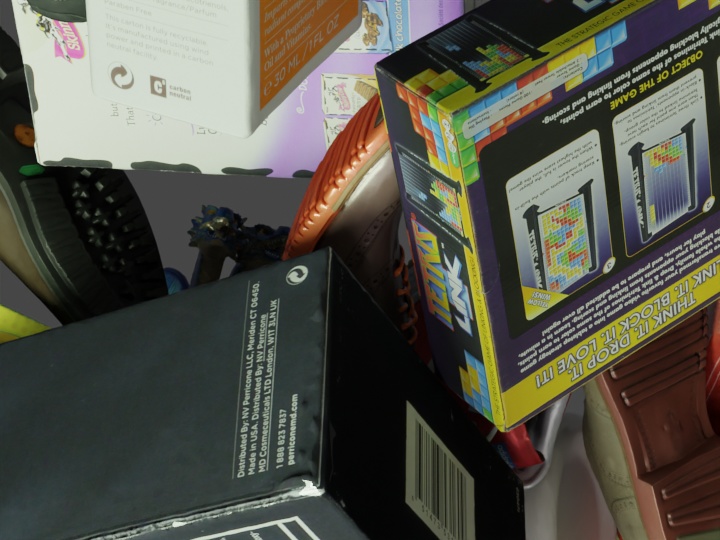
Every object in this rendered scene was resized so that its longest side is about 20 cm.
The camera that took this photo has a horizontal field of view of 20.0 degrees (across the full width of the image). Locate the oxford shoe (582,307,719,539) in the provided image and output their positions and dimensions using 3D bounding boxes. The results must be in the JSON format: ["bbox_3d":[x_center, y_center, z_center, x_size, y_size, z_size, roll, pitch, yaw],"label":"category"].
[{"bbox_3d":[0.125,0.052,0.975,0.075,0.070,0.201,-4,99,62],"label":"oxford shoe"}]

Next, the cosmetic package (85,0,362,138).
[{"bbox_3d":[-0.048,-0.162,0.737,0.071,0.101,0.200,17,129,20],"label":"cosmetic package"}]

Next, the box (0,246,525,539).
[{"bbox_3d":[-0.057,0.111,0.863,0.198,0.123,0.200,-16,139,21],"label":"box"}]

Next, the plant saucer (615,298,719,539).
[{"bbox_3d":[0.216,0.124,0.992,0.200,0.037,0.200,39,136,24],"label":"plant saucer"}]

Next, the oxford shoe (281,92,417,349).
[{"bbox_3d":[0.000,0.000,0.885,0.072,0.071,0.200,25,132,-3],"label":"oxford shoe"}]

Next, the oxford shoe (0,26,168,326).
[{"bbox_3d":[-0.164,-0.033,0.971,0.084,0.073,0.200,-38,87,42],"label":"oxford shoe"}]

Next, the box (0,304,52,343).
[{"bbox_3d":[-0.204,0.028,0.983,0.117,0.200,0.048,26,86,-11],"label":"box"}]

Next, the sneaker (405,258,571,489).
[{"bbox_3d":[0.013,0.086,0.970,0.200,0.113,0.071,-44,146,4],"label":"sneaker"}]

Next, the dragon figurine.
[{"bbox_3d":[-0.088,0.039,1.040,0.059,0.100,0.200,23,150,-10],"label":"dragon figurine"}]

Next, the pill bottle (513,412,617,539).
[{"bbox_3d":[0.023,0.133,1.055,0.199,0.114,0.115,-4,129,24],"label":"pill bottle"}]

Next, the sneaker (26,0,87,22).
[{"bbox_3d":[-0.105,-0.196,0.771,0.074,0.085,0.201,10,92,9],"label":"sneaker"}]

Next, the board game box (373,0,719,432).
[{"bbox_3d":[0.111,-0.052,0.846,0.200,0.057,0.166,-30,132,-21],"label":"board game box"}]

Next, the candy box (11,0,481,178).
[{"bbox_3d":[-0.049,-0.126,0.885,0.199,0.072,0.168,4,130,8],"label":"candy box"}]
